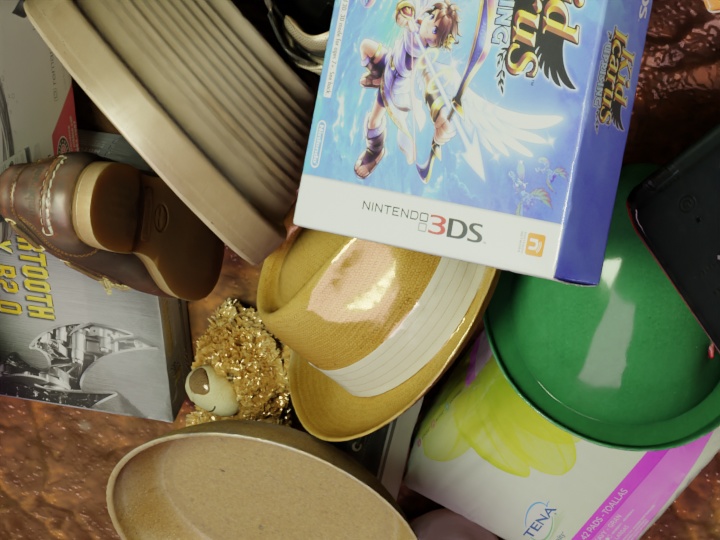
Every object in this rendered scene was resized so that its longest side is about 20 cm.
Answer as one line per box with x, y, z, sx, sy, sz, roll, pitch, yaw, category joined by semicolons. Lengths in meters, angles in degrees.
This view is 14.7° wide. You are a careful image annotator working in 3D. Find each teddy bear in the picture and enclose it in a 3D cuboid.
-0.078;0.119;1.783;0.066;0.145;0.200;-6;139;-10;teddy bear

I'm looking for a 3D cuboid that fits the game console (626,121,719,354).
0.263;-0.030;1.516;0.200;0.031;0.177;-37;117;-2;game console

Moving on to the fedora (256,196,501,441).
0.000;0.000;1.600;0.082;0.201;0.200;29;135;-27;fedora

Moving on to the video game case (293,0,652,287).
0.060;-0.105;1.470;0.181;0.045;0.201;12;93;39;video game case

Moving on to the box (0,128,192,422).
-0.193;-0.001;1.774;0.158;0.048;0.201;9;132;14;box

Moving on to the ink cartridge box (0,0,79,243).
-0.238;-0.088;1.587;0.084;0.200;0.146;0;105;20;ink cartridge box

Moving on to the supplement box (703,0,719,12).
0.178;-0.233;1.423;0.069;0.067;0.200;-7;126;29;supplement box

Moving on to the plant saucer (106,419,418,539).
-0.053;0.148;1.679;0.199;0.036;0.201;11;141;9;plant saucer

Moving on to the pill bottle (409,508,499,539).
0.004;0.242;1.868;0.200;0.111;0.111;-29;115;37;pill bottle

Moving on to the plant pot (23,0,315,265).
-0.092;-0.107;1.584;0.093;0.201;0.201;-42;111;2;plant pot

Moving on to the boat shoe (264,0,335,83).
-0.021;-0.142;1.570;0.074;0.073;0.200;-10;125;28;boat shoe

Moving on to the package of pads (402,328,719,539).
0.129;0.093;1.721;0.154;0.068;0.200;29;133;-5;package of pads

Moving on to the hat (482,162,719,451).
0.162;-0.028;1.520;0.165;0.201;0.176;3;150;-9;hat

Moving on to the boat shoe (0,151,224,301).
-0.143;-0.029;1.630;0.070;0.071;0.200;4;167;22;boat shoe

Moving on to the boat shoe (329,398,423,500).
-0.006;0.076;1.732;0.066;0.070;0.201;-6;129;-22;boat shoe
